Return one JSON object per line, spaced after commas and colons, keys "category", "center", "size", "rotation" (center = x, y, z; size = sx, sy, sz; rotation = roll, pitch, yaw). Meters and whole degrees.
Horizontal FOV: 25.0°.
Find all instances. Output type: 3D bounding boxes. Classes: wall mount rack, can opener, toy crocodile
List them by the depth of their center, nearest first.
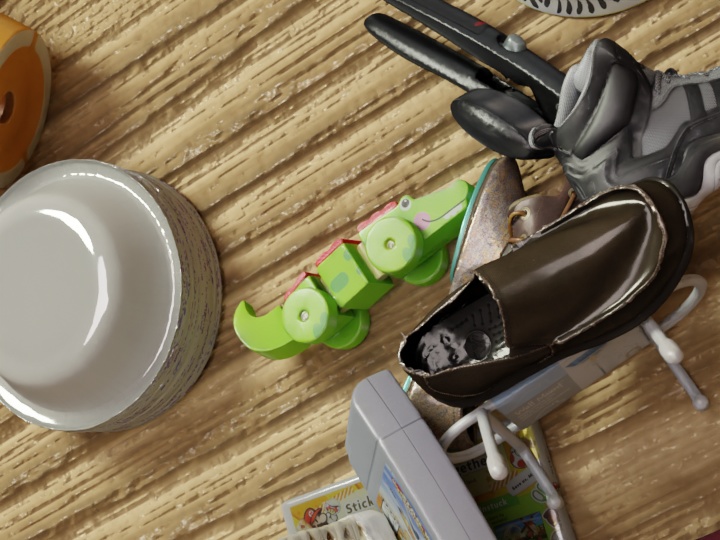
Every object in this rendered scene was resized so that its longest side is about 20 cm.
{"category": "wall mount rack", "center": [0.135, 0.077, 0.970], "size": [0.200, 0.174, 0.075], "rotation": [-35, 65, 7]}
{"category": "can opener", "center": [0.075, -0.143, 1.097], "size": [0.200, 0.078, 0.064], "rotation": [44, 120, 33]}
{"category": "toy crocodile", "center": [0.000, 0.000, 1.117], "size": [0.200, 0.067, 0.062], "rotation": [-39, 69, 18]}

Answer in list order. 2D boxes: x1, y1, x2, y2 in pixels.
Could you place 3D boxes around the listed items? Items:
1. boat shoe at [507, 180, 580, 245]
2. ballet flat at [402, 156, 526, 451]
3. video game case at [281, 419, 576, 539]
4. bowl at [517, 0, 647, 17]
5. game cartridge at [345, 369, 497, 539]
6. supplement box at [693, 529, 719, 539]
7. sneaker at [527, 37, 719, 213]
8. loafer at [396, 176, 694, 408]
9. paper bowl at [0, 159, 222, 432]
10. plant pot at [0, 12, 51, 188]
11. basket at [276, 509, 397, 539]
{"category": "boat shoe", "center": [0.123, -0.019, 1.026], "size": [0.072, 0.072, 0.200], "rotation": [32, 77, 16]}
{"category": "ballet flat", "center": [0.086, 0.026, 1.072], "size": [0.067, 0.068, 0.201], "rotation": [21, 94, 23]}
{"category": "video game case", "center": [0.055, 0.214, 1.093], "size": [0.199, 0.023, 0.183], "rotation": [-23, 75, 24]}
{"category": "bowl", "center": [0.138, -0.274, 1.062], "size": [0.200, 0.094, 0.202], "rotation": [-2, 85, 26]}
{"category": "game cartridge", "center": [0.049, 0.165, 1.015], "size": [0.041, 0.133, 0.201], "rotation": [-28, 72, -9]}
{"category": "supplement box", "center": [0.260, 0.185, 0.923], "size": [0.200, 0.061, 0.109], "rotation": [-39, 65, 51]}
{"category": "sneaker", "center": [0.192, -0.109, 0.981], "size": [0.200, 0.075, 0.114], "rotation": [-42, 89, -16]}
{"category": "loafer", "center": [0.102, 0.018, 0.925], "size": [0.200, 0.071, 0.073], "rotation": [-40, 66, 25]}
{"category": "paper bowl", "center": [-0.210, 0.018, 1.202], "size": [0.200, 0.104, 0.202], "rotation": [-3, 83, 25]}
{"category": "plant pot", "center": [-0.347, -0.144, 1.251], "size": [0.182, 0.200, 0.201], "rotation": [16, 92, 12]}
{"category": "basket", "center": [-0.054, 0.287, 1.034], "size": [0.200, 0.160, 0.199], "rotation": [-40, 67, 38]}
